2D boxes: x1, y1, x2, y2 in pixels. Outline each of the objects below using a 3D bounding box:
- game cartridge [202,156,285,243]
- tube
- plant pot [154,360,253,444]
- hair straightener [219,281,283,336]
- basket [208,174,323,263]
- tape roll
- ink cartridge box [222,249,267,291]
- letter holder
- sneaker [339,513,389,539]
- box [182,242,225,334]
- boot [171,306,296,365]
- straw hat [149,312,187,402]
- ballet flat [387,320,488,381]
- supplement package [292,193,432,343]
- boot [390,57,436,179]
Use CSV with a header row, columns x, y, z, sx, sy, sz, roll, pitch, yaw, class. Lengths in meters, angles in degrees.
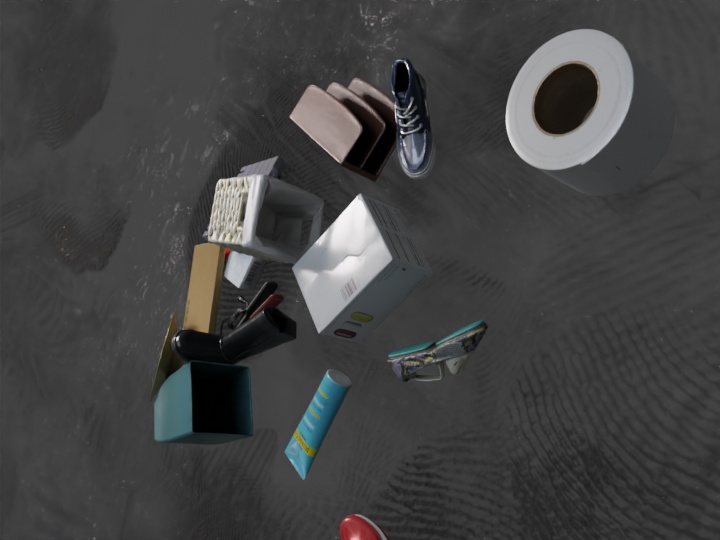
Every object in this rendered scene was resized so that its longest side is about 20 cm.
x,y,z,sx,sy,sz,roll,pitch,yaw,class
-0.239,-0.146,1.762,0.128,0.038,0.202,-5,48,40,game cartridge
-0.080,0.276,1.540,0.078,0.050,0.202,47,117,49,tube
-0.332,0.284,1.722,0.199,0.140,0.144,-28,60,44,plant pot
-0.232,0.091,1.747,0.200,0.041,0.078,-50,49,28,hair straightener
-0.179,-0.093,1.602,0.122,0.199,0.138,5,82,33,basket
0.327,-0.222,1.212,0.201,0.138,0.206,-15,68,41,tape roll
-0.261,-0.070,1.806,0.199,0.047,0.162,33,101,43,ink cartridge box
-0.019,-0.288,1.595,0.143,0.100,0.200,-57,47,14,letter holder
-0.001,0.474,1.353,0.079,0.115,0.200,-56,48,17,sneaker
-0.338,0.041,1.838,0.163,0.021,0.204,-5,76,59,box
-0.244,0.126,1.643,0.198,0.164,0.067,-23,62,33,boot
-0.386,0.196,1.821,0.201,0.084,0.204,-165,90,-81,straw hat
0.133,0.138,1.363,0.199,0.071,0.073,-24,63,38,ballet flat
0.000,0.000,1.487,0.200,0.110,0.157,-46,51,26,supplement package
0.083,-0.265,1.483,0.072,0.090,0.203,-12,69,20,boot
